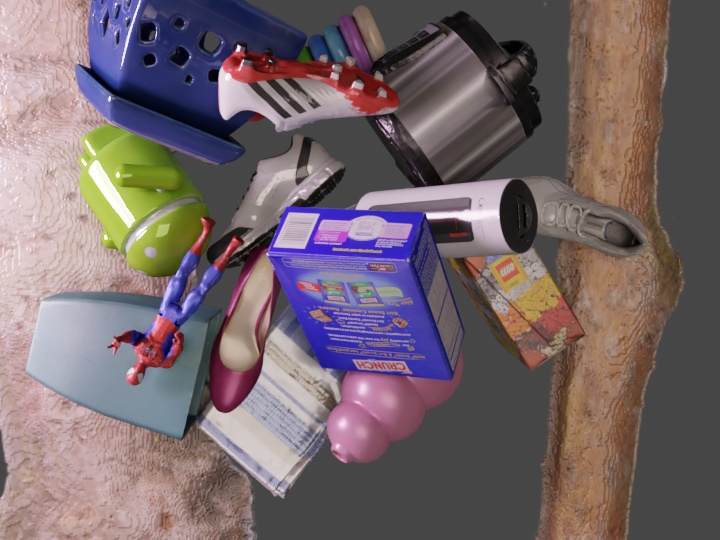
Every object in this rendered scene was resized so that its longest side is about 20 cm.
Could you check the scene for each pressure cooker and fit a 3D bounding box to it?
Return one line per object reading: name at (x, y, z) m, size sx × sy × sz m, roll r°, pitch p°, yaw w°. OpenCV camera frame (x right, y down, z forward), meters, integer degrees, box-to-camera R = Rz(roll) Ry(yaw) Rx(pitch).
pressure cooker at (0.114, -0.197, 1.474) m, size 0.199 × 0.179 × 0.176 m, roll -37°, pitch 58°, yaw 1°

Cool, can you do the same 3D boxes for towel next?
towel at (-0.091, 0.158, 1.567) m, size 0.146 × 0.024 × 0.201 m, roll 39°, pitch 81°, yaw -5°

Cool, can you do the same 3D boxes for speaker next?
speaker at (0.092, -0.053, 1.388) m, size 0.198 × 0.081 × 0.082 m, roll -2°, pitch 97°, yaw 39°

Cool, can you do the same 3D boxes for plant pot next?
plant pot at (-0.281, 0.096, 1.506) m, size 0.197 × 0.141 × 0.143 m, roll 14°, pitch 93°, yaw -1°
plant pot at (-0.205, -0.238, 1.432) m, size 0.198 × 0.200 × 0.182 m, roll 19°, pitch 101°, yaw -30°

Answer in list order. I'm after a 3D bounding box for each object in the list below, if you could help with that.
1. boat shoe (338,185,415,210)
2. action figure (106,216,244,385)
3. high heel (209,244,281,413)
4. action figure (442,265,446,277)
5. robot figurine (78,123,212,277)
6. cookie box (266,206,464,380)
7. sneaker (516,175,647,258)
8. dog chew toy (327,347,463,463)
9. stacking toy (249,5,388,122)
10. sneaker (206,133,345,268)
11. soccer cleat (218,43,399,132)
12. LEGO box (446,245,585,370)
boat shoe at (0.056, -0.063, 1.547) m, size 0.197 × 0.071 × 0.073 m, roll -16°, pitch 95°, yaw -4°
action figure at (-0.205, 0.042, 1.387) m, size 0.065 × 0.099 × 0.201 m, roll 31°, pitch 96°, yaw 2°
high heel at (-0.134, 0.069, 1.510) m, size 0.067 × 0.096 × 0.202 m, roll 22°, pitch 79°, yaw 0°
action figure at (0.000, 0.000, 1.517) m, size 0.197 × 0.130 × 0.070 m, roll 15°, pitch 85°, yaw -3°
robot figurine at (-0.249, -0.080, 1.485) m, size 0.115 × 0.176 × 0.201 m, roll -28°, pitch 75°, yaw -30°
cookie box at (0.010, 0.027, 1.402) m, size 0.169 × 0.076 × 0.201 m, roll 4°, pitch 139°, yaw 24°
sneaker at (0.263, -0.067, 1.556) m, size 0.197 × 0.087 × 0.075 m, roll 14°, pitch 95°, yaw -4°
dog chew toy at (0.035, 0.144, 1.517) m, size 0.124 × 0.124 × 0.201 m, roll 42°, pitch 68°, yaw -7°
stacking toy at (-0.067, -0.239, 1.524) m, size 0.198 × 0.085 × 0.086 m, roll -24°, pitch 96°, yaw 3°
sneaker at (-0.113, -0.083, 1.542) m, size 0.200 × 0.074 × 0.080 m, roll -42°, pitch 82°, yaw -5°
soccer cleat at (-0.057, -0.185, 1.372) m, size 0.197 × 0.069 × 0.086 m, roll 7°, pitch 126°, yaw -17°
LEGO box at (0.174, 0.020, 1.499) m, size 0.077 × 0.200 × 0.150 m, roll -32°, pitch 97°, yaw 0°
